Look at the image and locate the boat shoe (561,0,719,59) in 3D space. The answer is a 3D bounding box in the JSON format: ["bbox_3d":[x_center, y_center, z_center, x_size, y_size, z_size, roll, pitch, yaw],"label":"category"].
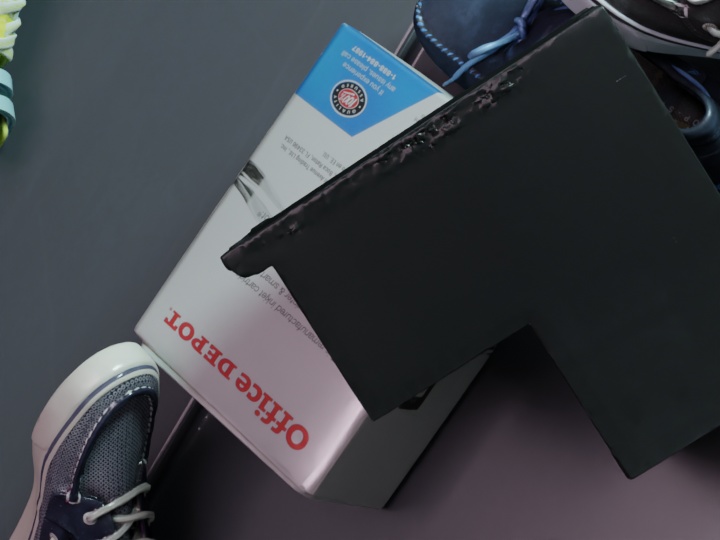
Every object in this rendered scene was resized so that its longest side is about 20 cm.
[{"bbox_3d":[0.180,-0.128,0.862,0.198,0.068,0.074,28,73,11],"label":"boat shoe"}]

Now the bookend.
[{"bbox_3d":[0.077,0.017,0.845,0.198,0.092,0.201,-33,94,8],"label":"bookend"}]

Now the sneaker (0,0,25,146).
[{"bbox_3d":[-0.225,-0.144,1.132,0.200,0.079,0.131,-42,59,25],"label":"sneaker"}]

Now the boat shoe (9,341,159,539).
[{"bbox_3d":[-0.128,0.132,0.982,0.093,0.074,0.201,47,138,24],"label":"boat shoe"}]

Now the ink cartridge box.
[{"bbox_3d":[0.000,0.000,0.964,0.146,0.084,0.201,39,98,30],"label":"ink cartridge box"}]

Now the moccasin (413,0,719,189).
[{"bbox_3d":[0.109,-0.110,0.934,0.199,0.068,0.081,24,84,29],"label":"moccasin"}]
